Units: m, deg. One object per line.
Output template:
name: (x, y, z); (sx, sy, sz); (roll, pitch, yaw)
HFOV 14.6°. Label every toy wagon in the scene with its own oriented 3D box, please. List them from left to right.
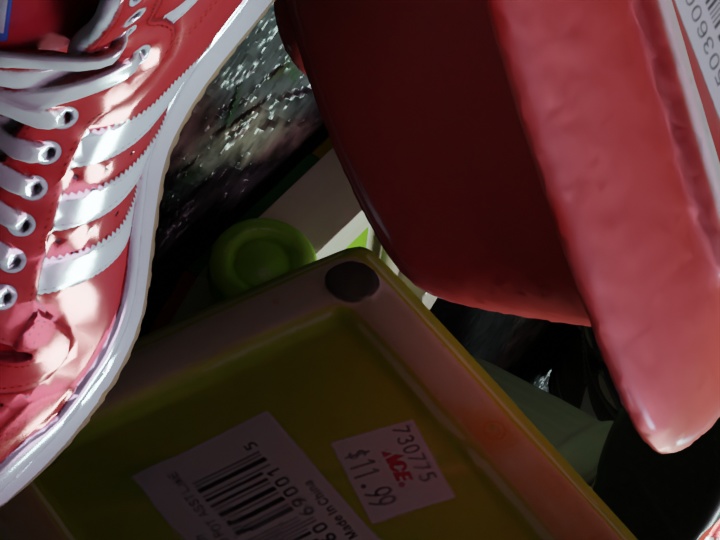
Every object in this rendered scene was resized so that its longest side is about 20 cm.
toy wagon: (0.000, 0.000, 0.914); (0.200, 0.040, 0.155); (-45, 161, -27)

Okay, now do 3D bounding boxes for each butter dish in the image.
butter dish: (0.044, -0.075, 0.727); (0.199, 0.148, 0.200); (-40, 118, -50)

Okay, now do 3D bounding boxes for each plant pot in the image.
plant pot: (-0.025, 0.122, 0.777); (0.199, 0.200, 0.182); (-24, 144, -25)

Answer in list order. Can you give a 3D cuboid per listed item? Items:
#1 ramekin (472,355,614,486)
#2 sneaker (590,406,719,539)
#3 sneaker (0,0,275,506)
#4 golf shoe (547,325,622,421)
ramekin: (0.020, 0.122, 1.107); (0.202, 0.094, 0.202); (-47, 162, -20)
sneaker: (0.097, 0.126, 1.043); (0.201, 0.067, 0.108); (-61, 158, 12)
sneaker: (-0.076, -0.034, 0.597); (0.200, 0.071, 0.112); (-63, 165, 7)
golf shoe: (0.124, 0.107, 1.231); (0.078, 0.200, 0.094); (11, 148, -23)
